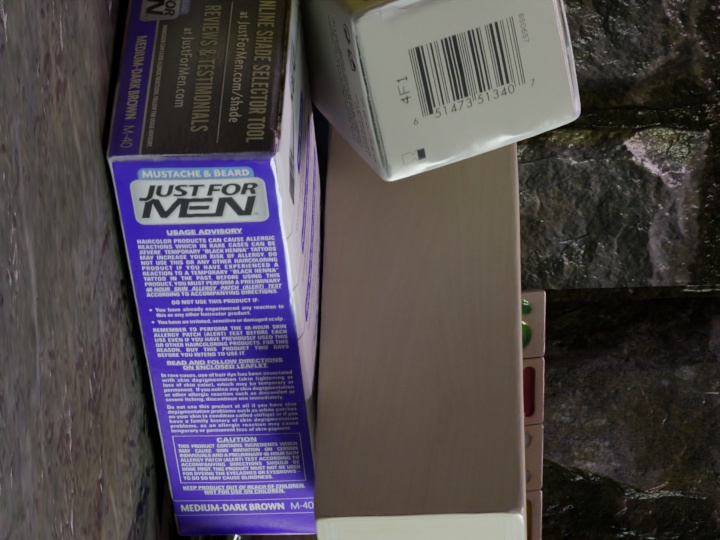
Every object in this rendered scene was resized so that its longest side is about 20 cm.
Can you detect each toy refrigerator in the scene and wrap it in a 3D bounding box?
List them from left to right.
[{"bbox_3d":[0.025,0.030,1.019,0.070,0.076,0.201,84,5,-49],"label":"toy refrigerator"}]

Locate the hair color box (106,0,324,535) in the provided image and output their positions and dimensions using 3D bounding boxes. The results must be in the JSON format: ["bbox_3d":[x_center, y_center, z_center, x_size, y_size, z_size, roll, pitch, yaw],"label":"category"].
[{"bbox_3d":[-0.047,-0.006,0.989,0.110,0.064,0.201,-87,175,-45],"label":"hair color box"}]

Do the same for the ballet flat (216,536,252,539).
[{"bbox_3d":[-0.034,0.113,1.206,0.072,0.072,0.201,-87,178,-64],"label":"ballet flat"}]

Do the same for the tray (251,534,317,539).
[{"bbox_3d":[-0.025,0.136,1.075,0.099,0.037,0.201,83,23,-52],"label":"tray"}]

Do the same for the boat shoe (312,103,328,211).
[{"bbox_3d":[0.000,0.000,1.171,0.201,0.068,0.084,60,-7,12],"label":"boat shoe"}]

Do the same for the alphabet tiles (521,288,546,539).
[{"bbox_3d":[0.013,0.081,1.276,0.006,0.166,0.201,-156,-116,-63],"label":"alphabet tiles"}]

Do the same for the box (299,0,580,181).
[{"bbox_3d":[0.009,-0.106,1.015,0.200,0.082,0.069,-131,-155,-61],"label":"box"}]
